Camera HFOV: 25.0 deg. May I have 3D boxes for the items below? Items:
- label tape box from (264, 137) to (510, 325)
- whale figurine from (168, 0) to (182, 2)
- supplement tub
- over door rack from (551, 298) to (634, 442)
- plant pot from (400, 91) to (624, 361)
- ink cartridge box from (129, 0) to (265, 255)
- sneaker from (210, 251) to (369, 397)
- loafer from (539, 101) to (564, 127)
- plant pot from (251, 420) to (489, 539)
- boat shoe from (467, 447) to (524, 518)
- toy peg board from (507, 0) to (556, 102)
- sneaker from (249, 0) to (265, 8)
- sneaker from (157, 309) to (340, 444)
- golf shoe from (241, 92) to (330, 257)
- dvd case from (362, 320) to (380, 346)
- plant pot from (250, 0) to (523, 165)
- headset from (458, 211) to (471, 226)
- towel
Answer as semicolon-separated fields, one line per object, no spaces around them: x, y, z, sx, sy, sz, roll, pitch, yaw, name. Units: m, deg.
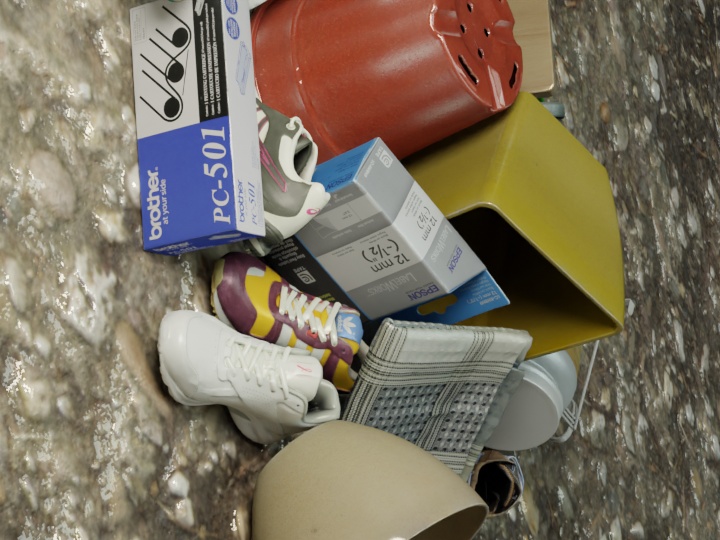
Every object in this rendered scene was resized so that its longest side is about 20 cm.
0.014;-0.004;1.419;0.200;0.143;0.066;51;43;-21;label tape box
-0.181;-0.305;1.251;0.159;0.103;0.201;-49;121;-45;whale figurine
0.161;0.072;1.691;0.145;0.144;0.201;57;34;-34;supplement tub
0.230;0.077;1.879;0.148;0.066;0.201;49;61;-42;over door rack
0.130;-0.045;1.524;0.200;0.199;0.177;41;51;-28;plant pot
-0.131;-0.120;1.293;0.044;0.093;0.202;12;70;-59;ink cartridge box
-0.048;0.042;1.390;0.200;0.089;0.076;45;44;-46;sneaker
0.109;-0.128;1.616;0.072;0.198;0.064;-6;91;-63;loafer
-0.013;0.204;1.332;0.135;0.200;0.200;51;22;21;plant pot
0.129;0.222;1.661;0.200;0.072;0.073;-33;110;-59;boat shoe
0.100;-0.250;1.665;0.098;0.198;0.201;46;39;-70;toy peg board
-0.084;-0.321;1.470;0.115;0.072;0.201;65;32;-18;sneaker
-0.083;0.078;1.305;0.200;0.099;0.079;34;52;-52;sneaker
-0.079;-0.106;1.361;0.077;0.088;0.201;45;24;-52;golf shoe
0.000;0.000;1.560;0.146;0.022;0.201;55;36;-37;dvd case
0.030;-0.189;1.478;0.200;0.194;0.203;27;55;-47;plant pot
0.094;-0.089;1.711;0.200;0.093;0.124;-89;159;-65;headset
0.059;0.132;1.453;0.199;0.035;0.194;5;117;-44;towel
